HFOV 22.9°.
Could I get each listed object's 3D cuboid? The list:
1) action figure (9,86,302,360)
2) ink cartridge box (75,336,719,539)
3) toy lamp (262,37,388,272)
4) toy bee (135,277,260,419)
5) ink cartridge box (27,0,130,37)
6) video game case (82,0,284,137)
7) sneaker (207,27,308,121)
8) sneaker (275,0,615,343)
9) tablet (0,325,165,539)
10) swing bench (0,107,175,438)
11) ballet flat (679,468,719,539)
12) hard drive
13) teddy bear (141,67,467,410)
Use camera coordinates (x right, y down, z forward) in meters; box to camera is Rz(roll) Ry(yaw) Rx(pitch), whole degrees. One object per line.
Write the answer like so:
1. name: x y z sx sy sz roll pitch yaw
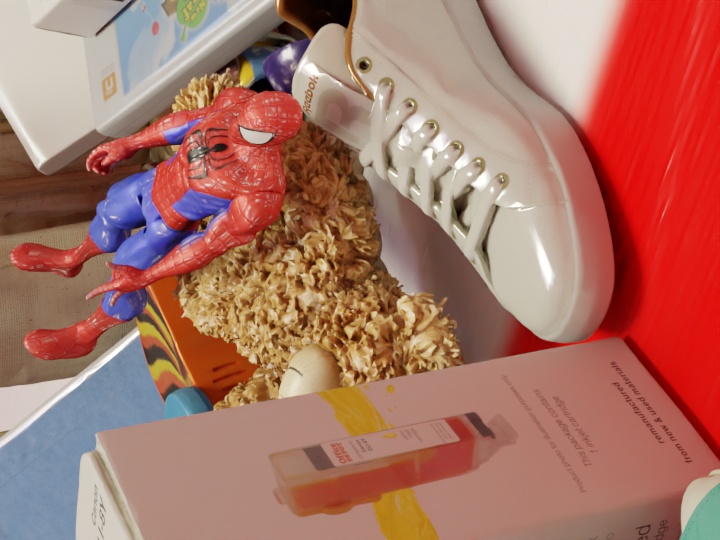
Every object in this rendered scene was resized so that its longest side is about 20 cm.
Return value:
1. action figure: -0.083 -0.022 0.711 0.200 0.051 0.066 -32 59 45
2. ink cartridge box: 0.009 0.116 0.606 0.084 0.199 0.146 -123 33 -45
3. toy lamp: 0.000 0.000 0.773 0.058 0.058 0.201 145 114 -65
4. toy bee: -0.061 0.094 0.831 0.109 0.130 0.201 103 163 -49
5. ink cartridge box: -0.091 -0.196 0.795 0.200 0.039 0.100 -33 61 44
6. video game case: -0.073 -0.184 0.818 0.200 0.022 0.183 -29 64 42
7. sneaker: -0.057 -0.103 0.860 0.201 0.075 0.090 67 154 12
8. sneaker: 0.022 -0.047 0.670 0.200 0.084 0.073 62 148 37
9. tablet: -0.115 0.112 0.928 0.200 0.014 0.130 -38 93 23
10. swing bench: -0.173 -0.014 0.997 0.130 0.198 0.201 109 145 -48
11. ballet flat: 0.111 0.103 0.541 0.071 0.067 0.201 -102 20 -46
12. hard drive: -0.164 -0.169 0.953 0.201 0.132 0.027 58 -178 13
13. teddy bear: -0.035 0.006 0.724 0.145 0.067 0.201 -45 60 36
